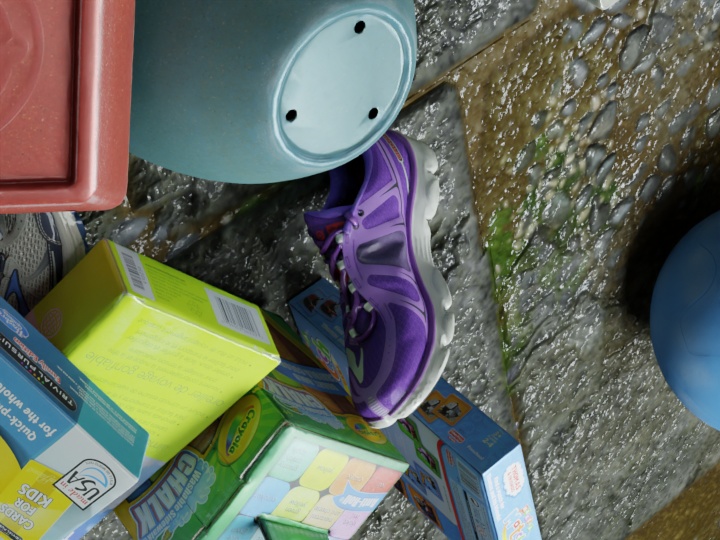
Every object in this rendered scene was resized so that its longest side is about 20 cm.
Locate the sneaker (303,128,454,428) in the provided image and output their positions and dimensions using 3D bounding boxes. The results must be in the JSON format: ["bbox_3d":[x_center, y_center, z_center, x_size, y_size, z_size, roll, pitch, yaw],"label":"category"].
[{"bbox_3d":[0.000,0.000,0.976,0.083,0.200,0.081,18,145,-38],"label":"sneaker"}]

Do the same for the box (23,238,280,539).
[{"bbox_3d":[-0.155,0.079,0.869,0.200,0.048,0.122,-42,140,19],"label":"box"}]

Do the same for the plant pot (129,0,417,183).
[{"bbox_3d":[-0.048,-0.125,0.838,0.200,0.135,0.200,-25,135,-28],"label":"plant pot"}]

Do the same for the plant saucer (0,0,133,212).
[{"bbox_3d":[-0.198,-0.105,0.715,0.199,0.037,0.200,-3,122,-17],"label":"plant saucer"}]

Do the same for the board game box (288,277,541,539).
[{"bbox_3d":[0.038,0.111,1.060,0.037,0.200,0.151,-37,140,-18],"label":"board game box"}]

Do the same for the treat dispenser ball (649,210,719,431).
[{"bbox_3d":[0.337,0.041,1.296,0.201,0.201,0.201,-26,135,-28],"label":"treat dispenser ball"}]

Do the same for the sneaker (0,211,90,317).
[{"bbox_3d":[-0.194,0.011,0.855,0.085,0.077,0.200,-21,133,-26],"label":"sneaker"}]

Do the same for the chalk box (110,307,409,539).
[{"bbox_3d":[-0.069,0.115,0.952,0.124,0.200,0.125,-52,142,9],"label":"chalk box"}]

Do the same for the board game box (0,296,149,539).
[{"bbox_3d":[-0.231,0.101,0.801,0.200,0.047,0.151,-38,110,17],"label":"board game box"}]

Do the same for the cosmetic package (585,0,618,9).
[{"bbox_3d":[0.076,-0.227,0.825,0.071,0.200,0.105,-35,140,-20],"label":"cosmetic package"}]
